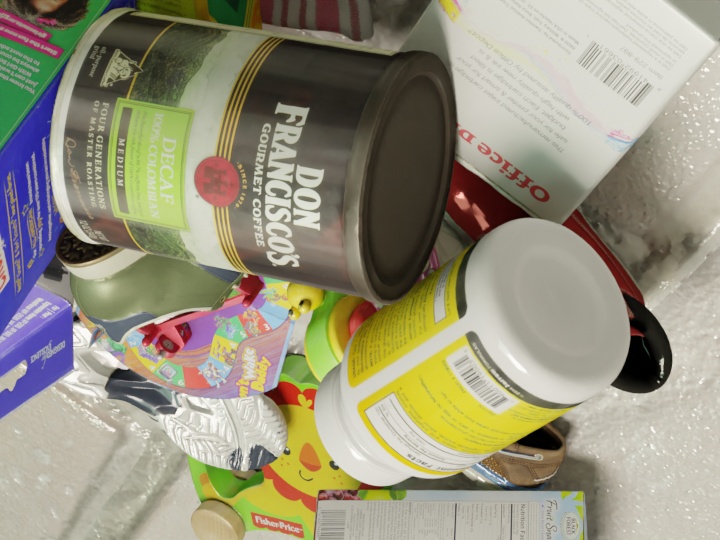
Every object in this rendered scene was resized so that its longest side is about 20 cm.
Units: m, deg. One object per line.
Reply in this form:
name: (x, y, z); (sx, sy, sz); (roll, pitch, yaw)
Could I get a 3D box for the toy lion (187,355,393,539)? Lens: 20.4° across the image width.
toy lion: (-0.055, 0.151, 1.612); (0.199, 0.069, 0.192); (9, 127, 29)

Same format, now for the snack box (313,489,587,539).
snack box: (0.072, 0.230, 1.511); (0.199, 0.068, 0.169); (-2, 146, 7)

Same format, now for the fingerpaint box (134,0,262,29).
fingerpaint box: (-0.167, -0.208, 1.272); (0.199, 0.073, 0.167); (18, 143, 17)

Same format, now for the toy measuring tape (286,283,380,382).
toy measuring tape: (0.026, 0.073, 1.360); (0.200, 0.074, 0.074); (38, 141, -16)

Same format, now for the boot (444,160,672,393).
boot: (0.118, -0.011, 1.252); (0.072, 0.144, 0.200); (-43, 107, 10)

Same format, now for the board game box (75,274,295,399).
board game box: (-0.123, 0.018, 1.381); (0.157, 0.039, 0.201); (22, 127, 6)

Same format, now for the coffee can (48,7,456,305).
coffee can: (-0.061, -0.070, 1.181); (0.199, 0.147, 0.147); (11, 135, 21)

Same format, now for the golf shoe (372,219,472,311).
golf shoe: (0.063, 0.013, 1.325); (0.075, 0.091, 0.200); (-37, 83, 41)

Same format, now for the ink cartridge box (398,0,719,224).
ink cartridge box: (0.118, -0.139, 1.176); (0.145, 0.088, 0.200); (37, 139, 0)

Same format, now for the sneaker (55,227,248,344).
sneaker: (-0.098, -0.019, 1.310); (0.067, 0.200, 0.090); (46, 156, 48)

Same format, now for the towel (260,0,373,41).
towel: (-0.089, -0.219, 1.288); (0.199, 0.030, 0.147); (12, 136, 26)

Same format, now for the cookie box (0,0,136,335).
cookie box: (-0.216, -0.077, 1.229); (0.075, 0.200, 0.171); (23, 146, 9)

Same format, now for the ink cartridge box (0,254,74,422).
ink cartridge box: (-0.255, 0.004, 1.403); (0.043, 0.201, 0.198); (12, 153, -31)

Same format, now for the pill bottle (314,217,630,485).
pill bottle: (0.060, 0.058, 1.206); (0.112, 0.113, 0.200); (44, 138, -10)

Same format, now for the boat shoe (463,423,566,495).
boat shoe: (0.063, 0.090, 1.462); (0.199, 0.072, 0.072); (30, 136, -8)

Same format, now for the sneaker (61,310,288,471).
sneaker: (-0.147, 0.078, 1.574); (0.198, 0.130, 0.080); (21, 107, -9)
